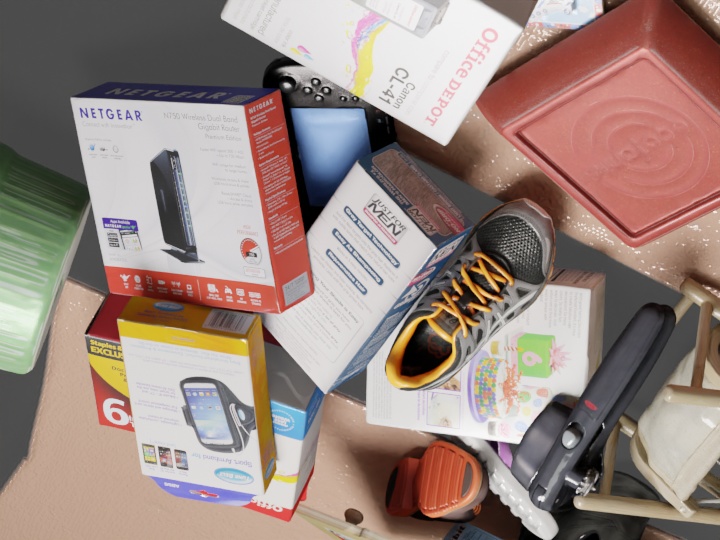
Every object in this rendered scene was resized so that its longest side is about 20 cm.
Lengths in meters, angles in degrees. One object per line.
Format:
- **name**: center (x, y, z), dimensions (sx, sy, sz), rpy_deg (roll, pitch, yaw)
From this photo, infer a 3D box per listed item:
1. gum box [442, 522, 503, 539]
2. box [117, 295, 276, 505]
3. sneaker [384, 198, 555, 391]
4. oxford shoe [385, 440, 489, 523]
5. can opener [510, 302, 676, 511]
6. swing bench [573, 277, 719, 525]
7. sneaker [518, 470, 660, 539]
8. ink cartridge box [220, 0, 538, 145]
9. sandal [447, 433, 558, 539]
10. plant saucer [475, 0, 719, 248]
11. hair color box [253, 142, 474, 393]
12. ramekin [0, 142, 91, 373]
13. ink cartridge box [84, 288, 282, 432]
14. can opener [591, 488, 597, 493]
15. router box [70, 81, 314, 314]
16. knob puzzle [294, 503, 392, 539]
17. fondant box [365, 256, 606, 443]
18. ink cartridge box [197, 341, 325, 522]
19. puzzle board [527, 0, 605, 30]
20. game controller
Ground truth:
- **gum box**: center (0.187, 0.331, 1.891), dimensions (0.200, 0.045, 0.170), rpy_deg (22, 158, 49)
- **box**: center (-0.138, 0.118, 1.699), dimensions (0.119, 0.042, 0.201), rpy_deg (9, 130, 15)
- **sneaker**: center (0.090, 0.028, 1.614), dimensions (0.078, 0.077, 0.200), rpy_deg (38, 111, 11)
- **oxford shoe**: center (0.089, 0.205, 1.865), dimensions (0.072, 0.072, 0.200), rpy_deg (15, 169, -16)
- **can opener**: center (0.193, 0.110, 1.600), dimensions (0.079, 0.063, 0.200), rpy_deg (38, 109, 16)
- **swing bench**: center (0.316, 0.142, 1.669), dimensions (0.199, 0.130, 0.199), rpy_deg (22, 139, -6)
- **sneaker**: center (0.203, 0.262, 1.873), dimensions (0.076, 0.091, 0.200), rpy_deg (32, 143, -9)
- **ink cartridge box**: center (0.017, -0.205, 1.443), dimensions (0.199, 0.086, 0.148), rpy_deg (30, 139, -4)
- **sandal**: center (0.125, 0.163, 1.833), dimensions (0.203, 0.050, 0.082), rpy_deg (53, 169, -12)
- **plant saucer**: center (0.217, -0.102, 1.512), dimensions (0.200, 0.037, 0.199), rpy_deg (38, 138, -23)
- **hair color box**: center (0.000, 0.000, 1.632), dimensions (0.100, 0.060, 0.200), rpy_deg (47, 131, 13)
- **ramekin**: center (-0.313, -0.005, 1.760), dimensions (0.097, 0.201, 0.200), rpy_deg (19, 140, -7)
- **ink cartridge box**: center (-0.152, 0.082, 1.855), dimensions (0.199, 0.084, 0.176), rpy_deg (11, 136, 13)
- **can opener**: center (0.158, 0.138, 1.793), dimensions (0.067, 0.053, 0.200), rpy_deg (-13, 126, 36)
- **router box**: center (-0.142, -0.063, 1.643), dimensions (0.199, 0.049, 0.180), rpy_deg (6, 114, 38)
- **knob puzzle**: center (0.057, 0.275, 1.884), dimensions (0.219, 0.031, 0.220), rpy_deg (25, 167, 6)
- **fondant box**: center (0.106, 0.068, 1.689), dimensions (0.199, 0.058, 0.145), rpy_deg (7, 105, 21)
- **ink cartridge box**: center (-0.101, 0.154, 1.792), dimensions (0.116, 0.067, 0.200), rpy_deg (17, 135, 8)
- **puzzle board**: center (0.078, -0.243, 1.450), dimensions (0.199, 0.017, 0.151), rpy_deg (6, 137, 19)
- **game controller**: center (-0.019, -0.098, 1.632), dimensions (0.104, 0.042, 0.200), rpy_deg (8, 138, 18)
